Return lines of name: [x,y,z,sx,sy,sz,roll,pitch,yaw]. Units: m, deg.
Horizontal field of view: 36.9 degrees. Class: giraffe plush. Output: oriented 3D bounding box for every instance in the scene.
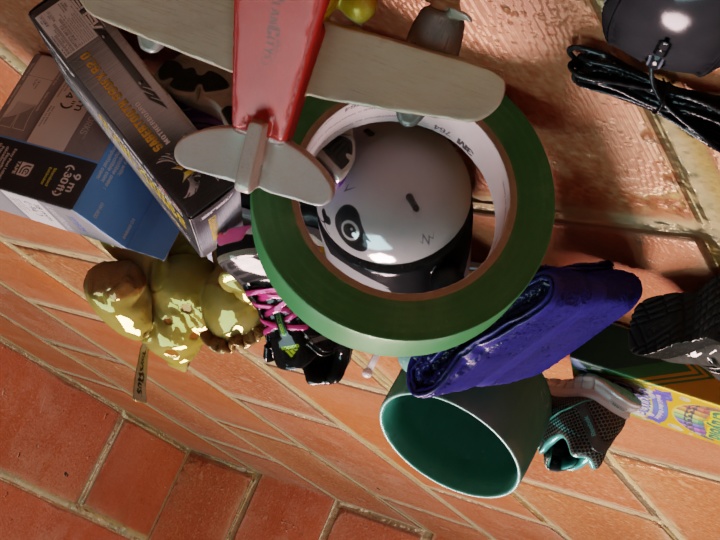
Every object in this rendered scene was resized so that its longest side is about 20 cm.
giraffe plush: [-0.145,0.017,1.016,0.162,0.201,0.172,-8,176,25]

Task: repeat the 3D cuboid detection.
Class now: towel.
towel: [0.132,0.041,0.863,0.148,0.050,0.200,-39,159,26]

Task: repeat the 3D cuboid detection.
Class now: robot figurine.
robot figurine: [0.027,-0.033,0.866,0.150,0.125,0.200,14,156,11]

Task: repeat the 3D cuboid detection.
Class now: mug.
mug: [0.110,0.119,1.041,0.152,0.115,0.185,25,144,14]

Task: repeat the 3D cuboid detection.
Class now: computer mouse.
computer mouse: [0.187,-0.115,0.567,0.140,0.046,0.200,24,162,3]

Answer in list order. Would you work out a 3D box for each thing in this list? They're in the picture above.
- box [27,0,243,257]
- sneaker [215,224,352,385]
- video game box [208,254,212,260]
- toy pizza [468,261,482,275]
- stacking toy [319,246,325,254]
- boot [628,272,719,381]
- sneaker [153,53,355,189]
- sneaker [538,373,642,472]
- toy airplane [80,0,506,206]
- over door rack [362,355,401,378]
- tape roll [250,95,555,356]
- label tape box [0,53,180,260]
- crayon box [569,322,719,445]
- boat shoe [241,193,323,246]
box: [-0.173,-0.114,0.863,0.200,0.048,0.158,52,170,4]
sneaker: [-0.058,0.036,0.920,0.073,0.088,0.200,-8,146,25]
video game box: [-0.230,-0.048,1.292,0.182,0.047,0.200,11,158,40]
toy pizza: [0.054,0.043,1.054,0.199,0.032,0.200,-8,159,-3]
stacking toy: [0.000,0.000,1.073,0.199,0.110,0.116,-9,161,41]
boot: [0.324,0.049,0.862,0.130,0.068,0.200,17,164,-25]
sneaker: [-0.074,-0.107,0.824,0.200,0.081,0.084,35,152,38]
sneaker: [0.200,0.159,1.092,0.077,0.091,0.200,30,164,-7]
toy airplane: [-0.040,-0.141,0.633,0.199,0.141,0.200,-24,117,29]
over door rack: [0.014,0.113,1.404,0.147,0.067,0.200,27,162,-5]
tape roll: [0.026,-0.045,0.719,0.200,0.201,0.048,24,162,1]
label tape box: [-0.238,-0.107,0.977,0.199,0.145,0.063,16,158,23]
crayon box: [0.309,0.115,1.055,0.199,0.052,0.126,17,161,21]
boat shoe: [-0.052,-0.057,1.018,0.199,0.061,0.076,17,174,14]
